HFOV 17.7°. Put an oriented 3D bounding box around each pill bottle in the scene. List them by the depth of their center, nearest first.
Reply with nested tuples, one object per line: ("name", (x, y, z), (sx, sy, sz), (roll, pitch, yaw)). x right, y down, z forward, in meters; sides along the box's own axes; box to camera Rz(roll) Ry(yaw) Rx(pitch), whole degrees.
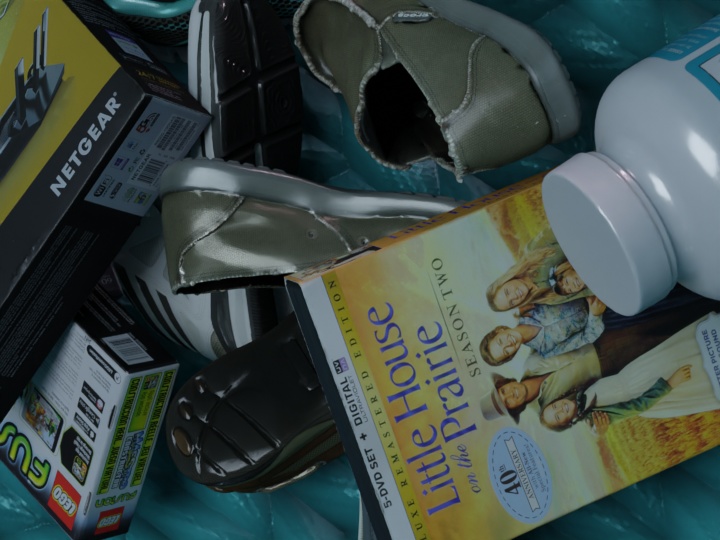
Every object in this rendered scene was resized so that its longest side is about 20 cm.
("pill bottle", (0.177, -0.060, 0.979), (0.200, 0.111, 0.111), (-31, 70, -13))

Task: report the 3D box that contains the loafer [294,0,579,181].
("loafer", (0.018, -0.092, 1.060), (0.200, 0.070, 0.075), (26, 146, 57))

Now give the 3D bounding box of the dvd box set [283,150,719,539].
("dvd box set", (0.081, 0.034, 1.028), (0.199, 0.029, 0.147), (-22, 100, -15))

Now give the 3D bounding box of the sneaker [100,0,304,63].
("sneaker", (-0.047, -0.157, 1.160), (0.200, 0.091, 0.078), (-21, 78, 22))

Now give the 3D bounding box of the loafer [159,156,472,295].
("loafer", (0.000, 0.000, 1.074), (0.199, 0.075, 0.070), (10, 79, 6))

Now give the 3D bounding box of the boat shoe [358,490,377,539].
("boat shoe", (0.034, 0.135, 1.084), (0.073, 0.062, 0.201), (-11, 107, -5))

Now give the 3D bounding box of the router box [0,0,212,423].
("router box", (-0.183, -0.047, 1.145), (0.157, 0.052, 0.200), (46, 108, 35))

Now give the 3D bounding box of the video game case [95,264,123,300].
("video game case", (-0.203, -0.044, 1.253), (0.143, 0.019, 0.200), (-38, 68, 45))

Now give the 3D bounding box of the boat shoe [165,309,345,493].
("boat shoe", (-0.001, 0.046, 1.138), (0.200, 0.074, 0.076), (-28, 64, 2))

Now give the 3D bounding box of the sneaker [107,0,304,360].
("sneaker", (-0.091, -0.047, 1.168), (0.115, 0.076, 0.201), (8, 112, 31))

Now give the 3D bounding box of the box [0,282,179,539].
("box", (-0.177, 0.038, 1.200), (0.200, 0.035, 0.110), (42, 126, 34))
